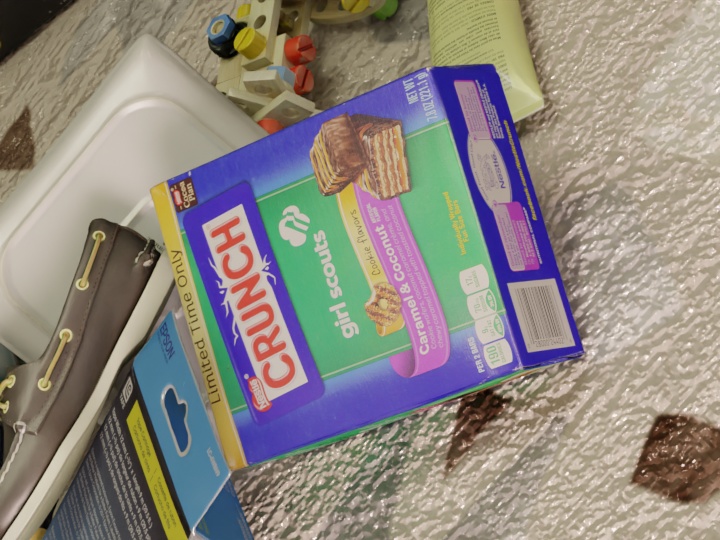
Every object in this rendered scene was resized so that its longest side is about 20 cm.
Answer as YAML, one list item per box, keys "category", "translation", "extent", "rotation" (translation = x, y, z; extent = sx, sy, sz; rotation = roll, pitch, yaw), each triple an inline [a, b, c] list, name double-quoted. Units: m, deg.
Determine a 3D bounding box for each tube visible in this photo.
- category: "tube"
  translation: [0.067, -0.155, 1.644]
  extent: [0.058, 0.052, 0.200]
  rotation: [107, 162, -49]

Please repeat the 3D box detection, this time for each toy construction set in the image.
- category: "toy construction set"
  translation: [-0.041, -0.136, 1.703]
  extent: [0.131, 0.092, 0.200]
  rotation: [-17, 38, 35]

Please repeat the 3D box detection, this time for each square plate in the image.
- category: "square plate"
  translation: [-0.113, -0.005, 1.597]
  extent: [0.198, 0.200, 0.028]
  rotation: [-50, -6, -4]

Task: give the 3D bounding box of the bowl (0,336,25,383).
- category: "bowl"
  translation: [-0.241, 0.041, 1.688]
  extent: [0.105, 0.201, 0.201]
  rotation: [-9, 51, 16]

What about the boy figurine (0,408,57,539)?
- category: "boy figurine"
  translation: [-0.212, 0.175, 1.597]
  extent: [0.064, 0.124, 0.200]
  rotation: [12, 96, 58]

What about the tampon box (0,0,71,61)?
- category: "tampon box"
  translation: [-0.301, -0.270, 2.013]
  extent: [0.126, 0.150, 0.200]
  rotation: [-38, 39, 14]

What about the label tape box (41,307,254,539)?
- category: "label tape box"
  translation: [-0.105, 0.143, 1.489]
  extent: [0.200, 0.066, 0.143]
  rotation: [-60, 33, 26]

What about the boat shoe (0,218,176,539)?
- category: "boat shoe"
  translation: [-0.170, 0.066, 1.536]
  extent: [0.201, 0.061, 0.072]
  rotation: [-62, 1, -17]

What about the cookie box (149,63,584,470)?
- category: "cookie box"
  translation: [0.000, 0.000, 1.494]
  extent: [0.200, 0.075, 0.171]
  rotation: [-22, 81, 33]
